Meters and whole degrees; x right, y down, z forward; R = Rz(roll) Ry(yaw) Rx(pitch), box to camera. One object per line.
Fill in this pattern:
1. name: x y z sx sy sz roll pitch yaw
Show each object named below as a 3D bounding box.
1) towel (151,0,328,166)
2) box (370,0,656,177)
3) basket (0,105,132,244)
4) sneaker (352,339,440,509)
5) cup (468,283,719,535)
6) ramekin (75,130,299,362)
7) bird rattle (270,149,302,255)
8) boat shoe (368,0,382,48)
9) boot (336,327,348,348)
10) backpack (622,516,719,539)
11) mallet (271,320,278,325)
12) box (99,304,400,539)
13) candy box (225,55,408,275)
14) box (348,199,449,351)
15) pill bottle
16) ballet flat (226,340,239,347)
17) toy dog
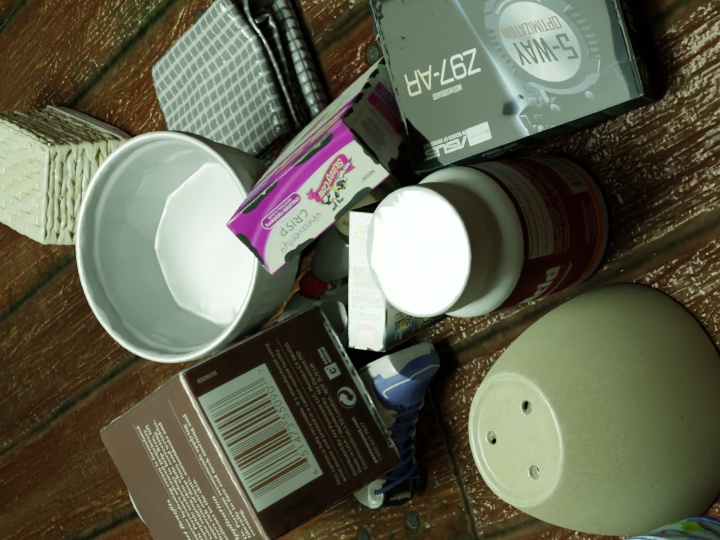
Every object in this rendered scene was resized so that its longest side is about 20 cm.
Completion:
1. towel: -0.129 -0.176 1.523 0.200 0.085 0.167 -35 70 48
2. box: 0.118 -0.180 1.184 0.198 0.043 0.162 -17 82 24
3. basket: -0.373 -0.114 1.805 0.199 0.122 0.137 25 114 47
4. sneaker: 0.028 0.156 1.401 0.116 0.080 0.200 60 140 16
5. cup: 0.168 0.118 1.160 0.199 0.142 0.203 11 104 50
6. ramekin: -0.147 -0.024 1.338 0.198 0.105 0.203 2 95 28
7. bird rattle: -0.102 -0.035 1.458 0.113 0.162 0.200 57 153 0
8. boat shoe: 0.072 -0.174 1.285 0.199 0.074 0.067 44 143 23
9. boot: -0.093 0.096 1.516 0.200 0.095 0.074 -50 59 43
10. backpack: 0.270 0.271 1.055 0.199 0.146 0.186 21 113 43
11. mallet: -0.061 0.141 1.493 0.041 0.065 0.203 16 115 43
12. box: -0.104 0.160 1.357 0.200 0.163 0.167 -34 84 53
13. candy box: -0.024 -0.091 1.243 0.136 0.200 0.061 -40 101 24
14. box: 0.048 -0.009 1.245 0.034 0.200 0.112 6 102 25
15. pill bottle: 0.100 -0.026 1.159 0.113 0.199 0.116 7 102 37
16. ballet flat: -0.168 0.014 1.616 0.200 0.072 0.074 53 134 43
17. toy dog: 0.000 0.000 1.388 0.096 0.132 0.201 31 134 7
